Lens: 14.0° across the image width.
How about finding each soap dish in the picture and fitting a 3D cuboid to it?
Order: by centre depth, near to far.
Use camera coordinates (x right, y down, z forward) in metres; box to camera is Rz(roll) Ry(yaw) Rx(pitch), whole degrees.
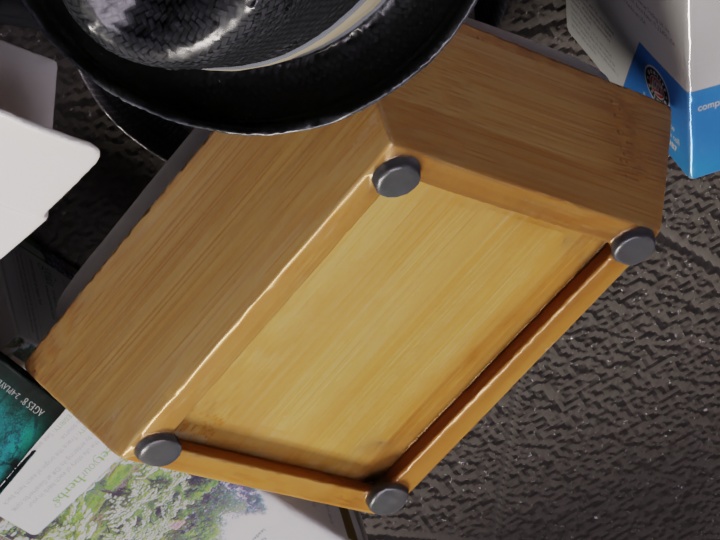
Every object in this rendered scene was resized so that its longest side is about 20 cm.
[{"bbox_3d":[0.000,0.000,1.046,0.157,0.081,0.200,17,127,-38],"label":"soap dish"}]

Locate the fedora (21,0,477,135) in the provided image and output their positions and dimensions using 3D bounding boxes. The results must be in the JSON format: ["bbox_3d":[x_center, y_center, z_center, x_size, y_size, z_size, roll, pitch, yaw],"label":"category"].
[{"bbox_3d":[-0.043,-0.133,0.898,0.200,0.092,0.201,4,107,12],"label":"fedora"}]

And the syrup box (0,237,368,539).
[{"bbox_3d":[-0.095,0.073,1.171,0.079,0.082,0.200,-43,127,17],"label":"syrup box"}]

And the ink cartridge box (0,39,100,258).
[{"bbox_3d":[-0.183,-0.038,1.018,0.116,0.068,0.200,20,144,-30],"label":"ink cartridge box"}]

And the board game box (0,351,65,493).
[{"bbox_3d":[-0.203,0.052,0.997,0.135,0.028,0.200,-50,140,-2],"label":"board game box"}]

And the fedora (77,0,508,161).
[{"bbox_3d":[-0.018,-0.099,1.063,0.176,0.090,0.200,-7,127,-13],"label":"fedora"}]

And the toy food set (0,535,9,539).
[{"bbox_3d":[-0.220,0.183,1.235,0.143,0.060,0.200,-3,128,-31],"label":"toy food set"}]

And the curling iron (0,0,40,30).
[{"bbox_3d":[-0.155,-0.102,0.957,0.049,0.026,0.200,-23,154,34],"label":"curling iron"}]

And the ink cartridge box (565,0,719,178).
[{"bbox_3d":[0.121,-0.150,1.053,0.067,0.116,0.200,-16,129,-13],"label":"ink cartridge box"}]
